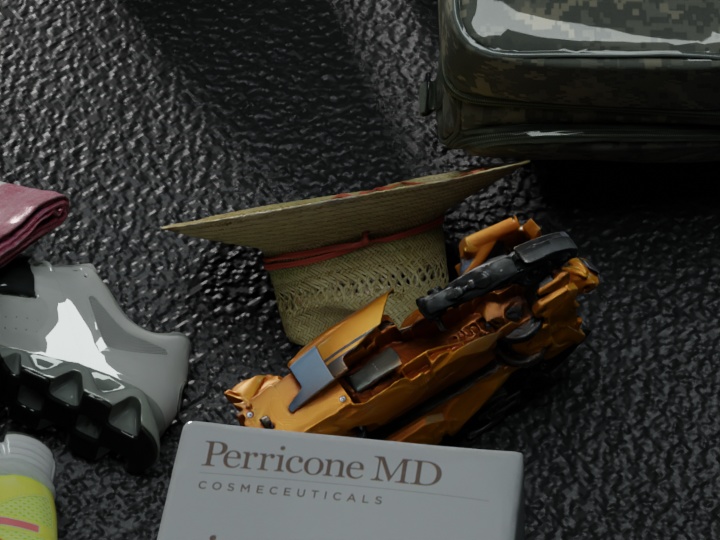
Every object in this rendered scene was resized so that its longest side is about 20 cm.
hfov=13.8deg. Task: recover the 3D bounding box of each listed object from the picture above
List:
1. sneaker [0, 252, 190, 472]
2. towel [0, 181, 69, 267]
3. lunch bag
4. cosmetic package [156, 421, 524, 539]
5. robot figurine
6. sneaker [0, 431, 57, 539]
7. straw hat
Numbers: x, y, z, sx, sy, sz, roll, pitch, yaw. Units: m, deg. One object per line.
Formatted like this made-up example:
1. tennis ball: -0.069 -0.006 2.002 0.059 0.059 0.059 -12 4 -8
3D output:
1. sneaker: -0.182 0.025 1.564 0.199 0.074 0.089 28 54 -5
2. towel: -0.270 -0.038 1.547 0.199 0.023 0.144 16 25 17
3. lunch bag: 0.136 -0.127 1.605 0.199 0.168 0.140 1 64 -3
4. cosmetic package: -0.015 0.203 1.374 0.166 0.167 0.201 5 52 7
5. robot figurine: 0.032 0.045 1.510 0.199 0.145 0.058 -33 63 -9
6. sneaker: -0.243 0.147 1.487 0.199 0.078 0.091 -16 60 -7
7. straw hat: 0.000 0.000 1.572 0.200 0.201 0.086 -11 93 -5
